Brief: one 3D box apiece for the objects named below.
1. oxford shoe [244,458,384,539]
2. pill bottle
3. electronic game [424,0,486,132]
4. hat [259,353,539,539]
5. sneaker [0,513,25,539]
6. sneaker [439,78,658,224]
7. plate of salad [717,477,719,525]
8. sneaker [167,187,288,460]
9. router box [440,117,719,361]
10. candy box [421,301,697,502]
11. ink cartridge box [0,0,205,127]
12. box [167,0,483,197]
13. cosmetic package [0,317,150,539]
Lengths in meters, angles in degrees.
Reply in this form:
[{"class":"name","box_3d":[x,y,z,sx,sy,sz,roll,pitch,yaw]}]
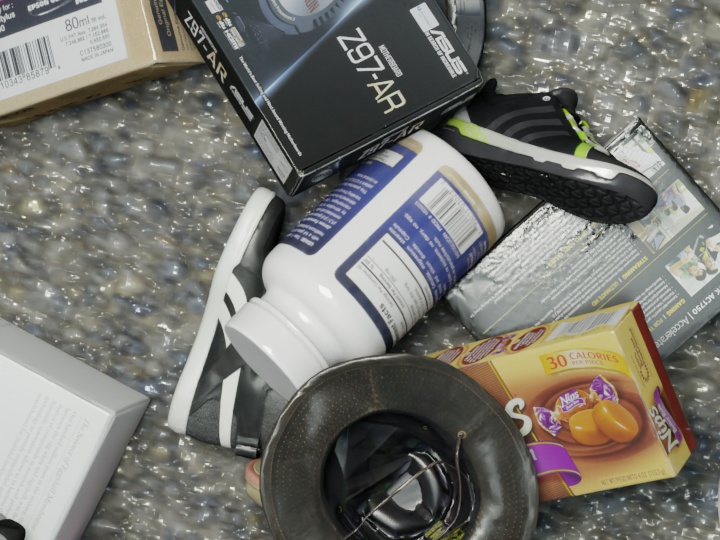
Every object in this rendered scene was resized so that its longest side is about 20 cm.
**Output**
[{"class":"oxford shoe","box_3d":[-0.007,0.210,1.360,0.200,0.071,0.074,30,109,-1]},{"class":"pill bottle","box_3d":[0.000,0.000,1.303,0.111,0.111,0.200,45,75,4]},{"class":"electronic game","box_3d":[-0.003,-0.186,1.371,0.199,0.042,0.201,0,90,16]},{"class":"hat","box_3d":[0.025,0.146,1.287,0.200,0.081,0.201,-1,99,-6]},{"class":"sneaker","box_3d":[-0.271,0.236,1.277,0.115,0.075,0.200,-36,87,5]},{"class":"sneaker","box_3d":[0.138,-0.097,1.302,0.200,0.072,0.083,23,76,43]},{"class":"plate of salad","box_3d":[0.341,0.158,1.291,0.200,0.048,0.201,-13,68,35]},{"class":"sneaker","box_3d":[-0.063,0.046,1.374,0.112,0.073,0.201,20,102,3]},{"class":"router box","box_3d":[0.179,0.007,1.348,0.200,0.051,0.149,-41,88,6]},{"class":"candy box","box_3d":[0.127,0.104,1.303,0.200,0.056,0.117,-16,104,34]},{"class":"ink cartridge box","box_3d":[-0.225,-0.208,1.349,0.199,0.075,0.165,-15,90,30]},{"class":"box","box_3d":[-0.031,-0.174,1.276,0.160,0.044,0.200,-28,81,-21]},{"class":"cosmetic package","box_3d":[-0.299,0.144,1.374,0.200,0.123,0.200,28,95,6]}]
